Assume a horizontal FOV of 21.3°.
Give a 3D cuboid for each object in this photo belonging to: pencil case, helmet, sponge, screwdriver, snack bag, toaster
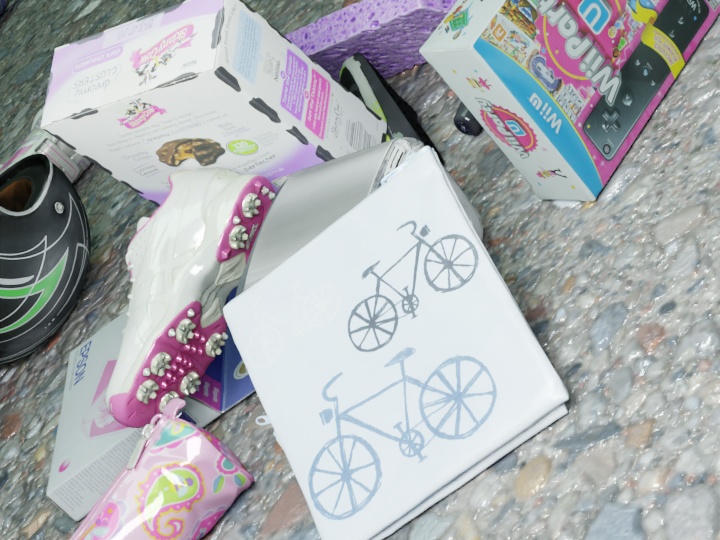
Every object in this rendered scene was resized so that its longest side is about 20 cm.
[{"bbox_3d":[-0.161,0.186,1.291,0.201,0.087,0.087,-51,26,-13],"label":"pencil case"},{"bbox_3d":[-0.343,-0.012,1.749,0.200,0.189,0.203,-23,64,60],"label":"helmet"},{"bbox_3d":[0.020,-0.192,1.574,0.199,0.111,0.030,-16,74,46],"label":"sponge"},{"bbox_3d":[0.124,-0.186,1.487,0.028,0.029,0.201,-5,51,53],"label":"screwdriver"},{"bbox_3d":[0.014,0.052,1.183,0.188,0.021,0.201,-38,62,18],"label":"snack bag"},{"bbox_3d":[0.000,0.000,1.299,0.128,0.114,0.201,-22,31,35],"label":"toaster"}]

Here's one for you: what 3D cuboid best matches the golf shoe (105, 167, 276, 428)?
[{"bbox_3d":[-0.134,0.015,1.353,0.091,0.075,0.201,20,71,29],"label":"golf shoe"}]

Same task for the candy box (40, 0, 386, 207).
[{"bbox_3d":[-0.104,-0.107,1.396,0.166,0.200,0.072,-13,58,33],"label":"candy box"}]

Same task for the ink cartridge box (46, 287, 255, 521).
[{"bbox_3d":[-0.158,0.076,1.507,0.199,0.043,0.197,-38,25,18],"label":"ink cartridge box"}]

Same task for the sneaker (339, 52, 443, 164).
[{"bbox_3d":[0.001,-0.106,1.509,0.083,0.072,0.200,-41,25,9],"label":"sneaker"}]

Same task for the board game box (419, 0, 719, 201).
[{"bbox_3d":[0.151,-0.169,1.289,0.064,0.148,0.201,6,55,56],"label":"board game box"}]

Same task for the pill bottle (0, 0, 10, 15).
[{"bbox_3d":[-0.591,-0.357,2.749,0.110,0.111,0.201,-20,34,41],"label":"pill bottle"}]

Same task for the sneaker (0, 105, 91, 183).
[{"bbox_3d":[-0.334,-0.102,2.015,0.200,0.081,0.089,-45,25,19],"label":"sneaker"}]
